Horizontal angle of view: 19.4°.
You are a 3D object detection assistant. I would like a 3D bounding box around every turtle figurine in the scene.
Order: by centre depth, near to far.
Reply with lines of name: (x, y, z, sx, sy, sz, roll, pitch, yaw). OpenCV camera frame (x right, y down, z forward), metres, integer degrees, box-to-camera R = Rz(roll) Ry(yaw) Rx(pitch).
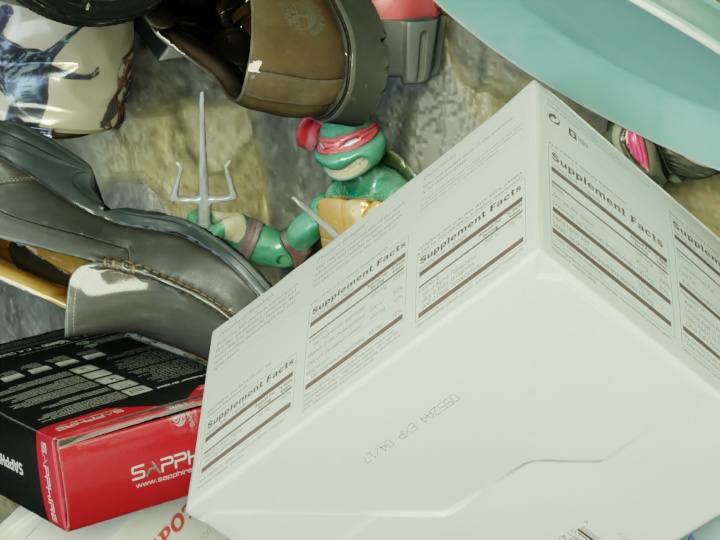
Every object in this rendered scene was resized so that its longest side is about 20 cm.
turtle figurine: (0.000, 0.000, 0.993, 0.149, 0.101, 0.201, 9, 123, 50)

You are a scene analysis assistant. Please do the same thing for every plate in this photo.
plate: (0.100, -0.086, 0.783, 0.200, 0.200, 0.026, 28, 85, 28)

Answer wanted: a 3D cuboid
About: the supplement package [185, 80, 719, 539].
supplement package: (0.054, 0.052, 0.876, 0.156, 0.111, 0.200, 37, 124, -25)

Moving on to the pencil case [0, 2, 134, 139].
pencil case: (-0.153, -0.162, 1.028, 0.078, 0.089, 0.201, 28, 118, 51)

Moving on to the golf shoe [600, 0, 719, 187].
golf shoe: (0.121, -0.137, 0.893, 0.088, 0.077, 0.201, -21, 97, 30)

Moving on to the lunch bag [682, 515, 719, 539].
lunch bag: (0.217, 0.132, 0.840, 0.200, 0.077, 0.161, -20, 86, 63)

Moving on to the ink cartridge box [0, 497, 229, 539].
ink cartridge box: (-0.116, 0.212, 1.062, 0.083, 0.147, 0.200, -3, 120, 37)

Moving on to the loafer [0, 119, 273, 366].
loafer: (-0.116, 0.008, 0.984, 0.200, 0.072, 0.073, 28, 144, 16)

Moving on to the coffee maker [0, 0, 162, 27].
coffee maker: (-0.171, -0.211, 0.917, 0.200, 0.135, 0.193, 15, 76, 33)

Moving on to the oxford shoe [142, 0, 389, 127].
oxford shoe: (-0.065, -0.140, 0.951, 0.200, 0.084, 0.073, 54, 135, 44)

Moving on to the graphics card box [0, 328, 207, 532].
graphics card box: (-0.135, 0.072, 1.052, 0.200, 0.125, 0.051, 14, 115, 56)

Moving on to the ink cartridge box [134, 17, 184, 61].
ink cartridge box: (-0.068, -0.206, 1.034, 0.095, 0.037, 0.200, 51, 123, 16)

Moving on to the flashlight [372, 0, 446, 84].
flashlight: (0.011, -0.188, 0.959, 0.068, 0.068, 0.201, 20, 113, 47)
